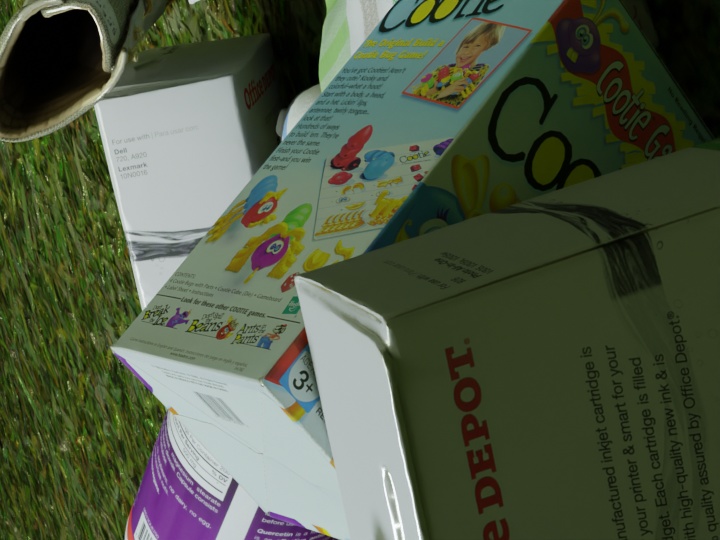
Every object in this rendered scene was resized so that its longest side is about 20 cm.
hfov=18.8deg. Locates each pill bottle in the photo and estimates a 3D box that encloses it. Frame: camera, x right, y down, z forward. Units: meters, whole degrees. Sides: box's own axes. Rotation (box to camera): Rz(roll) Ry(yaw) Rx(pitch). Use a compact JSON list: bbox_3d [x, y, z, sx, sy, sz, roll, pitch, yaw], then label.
[{"bbox_3d":[-0.049,0.094,1.134,0.112,0.112,0.200,60,142,35],"label":"pill bottle"}]

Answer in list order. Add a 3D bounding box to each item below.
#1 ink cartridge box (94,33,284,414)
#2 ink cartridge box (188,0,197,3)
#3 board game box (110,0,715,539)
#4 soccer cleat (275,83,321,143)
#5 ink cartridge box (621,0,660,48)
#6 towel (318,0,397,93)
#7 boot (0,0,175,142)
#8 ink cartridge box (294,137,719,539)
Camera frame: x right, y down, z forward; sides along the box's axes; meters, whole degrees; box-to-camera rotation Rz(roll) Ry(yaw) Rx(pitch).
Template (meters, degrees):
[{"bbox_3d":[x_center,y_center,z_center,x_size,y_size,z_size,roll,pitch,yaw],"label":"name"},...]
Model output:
[{"bbox_3d":[-0.080,-0.026,1.249,0.146,0.084,0.200,-71,-30,-73],"label":"ink cartridge box"},{"bbox_3d":[-0.022,-0.207,0.886,0.116,0.067,0.200,-165,82,-76],"label":"ink cartridge box"},{"bbox_3d":[0.024,-0.008,0.804,0.105,0.200,0.103,10,146,54],"label":"board game box"},{"bbox_3d":[0.000,0.000,1.148,0.086,0.070,0.200,31,136,56],"label":"soccer cleat"},{"bbox_3d":[0.055,-0.122,0.937,0.200,0.042,0.119,148,105,-72],"label":"ink cartridge box"},{"bbox_3d":[0.012,-0.169,0.915,0.200,0.031,0.149,119,154,-53],"label":"towel"},{"bbox_3d":[-0.120,-0.161,1.143,0.072,0.200,0.155,40,-158,-12],"label":"boot"},{"bbox_3d":[0.093,0.045,0.718,0.084,0.200,0.146,-154,50,-65],"label":"ink cartridge box"}]
